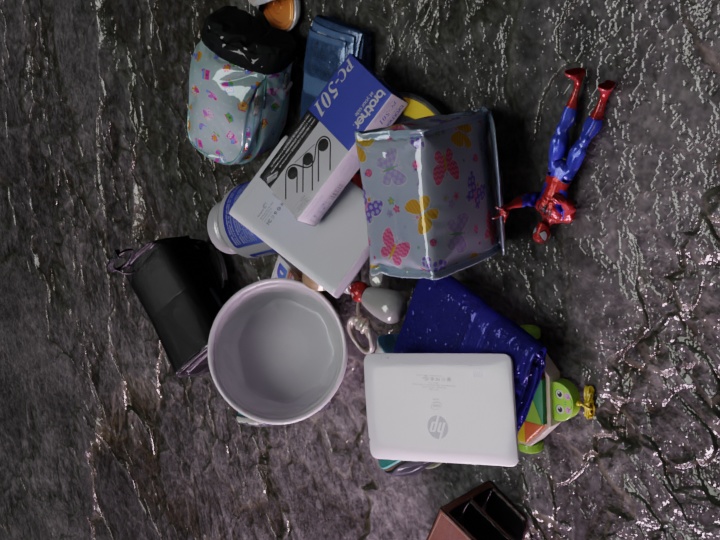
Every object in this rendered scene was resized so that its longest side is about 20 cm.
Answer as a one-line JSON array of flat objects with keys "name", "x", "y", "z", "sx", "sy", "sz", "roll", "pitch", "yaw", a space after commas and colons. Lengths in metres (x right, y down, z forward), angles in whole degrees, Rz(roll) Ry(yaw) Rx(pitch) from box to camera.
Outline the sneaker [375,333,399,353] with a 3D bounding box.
[{"name": "sneaker", "x": 0.062, "y": 0.166, "z": 1.444, "sx": 0.201, "sy": 0.075, "sz": 0.082, "roll": -106, "pitch": 20, "yaw": -59}]

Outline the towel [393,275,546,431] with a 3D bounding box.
[{"name": "towel", "x": 0.134, "y": 0.101, "z": 1.346, "sx": 0.199, "sy": 0.049, "sz": 0.149, "roll": 38, "pitch": 120, "yaw": 35}]

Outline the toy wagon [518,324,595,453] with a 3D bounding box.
[{"name": "toy wagon", "x": 0.195, "y": 0.144, "z": 1.350, "sx": 0.198, "sy": 0.039, "sz": 0.158, "roll": 10, "pitch": 109, "yaw": 47}]

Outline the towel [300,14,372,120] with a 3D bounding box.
[{"name": "towel", "x": -0.040, "y": -0.236, "z": 1.495, "sx": 0.111, "sy": 0.048, "sz": 0.203, "roll": 28, "pitch": 122, "yaw": 41}]

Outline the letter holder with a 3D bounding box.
[{"name": "letter holder", "x": 0.152, "y": 0.406, "z": 1.434, "sx": 0.142, "sy": 0.100, "sz": 0.202, "roll": 41, "pitch": 129, "yaw": 30}]

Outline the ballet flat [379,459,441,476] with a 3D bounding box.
[{"name": "ballet flat", "x": 0.098, "y": 0.229, "z": 1.467, "sx": 0.200, "sy": 0.072, "sz": 0.074, "roll": -43, "pitch": 69, "yaw": 51}]

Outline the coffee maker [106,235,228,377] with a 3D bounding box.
[{"name": "coffee maker", "x": -0.287, "y": 0.062, "z": 1.753, "sx": 0.201, "sy": 0.190, "sz": 0.135, "roll": 58, "pitch": 137, "yaw": 18}]

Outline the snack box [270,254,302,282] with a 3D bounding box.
[{"name": "snack box", "x": -0.124, "y": 0.072, "z": 1.699, "sx": 0.072, "sy": 0.024, "sz": 0.202, "roll": 45, "pitch": 131, "yaw": 30}]

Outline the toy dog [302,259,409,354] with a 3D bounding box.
[{"name": "toy dog", "x": 0.000, "y": 0.000, "z": 1.487, "sx": 0.200, "sy": 0.096, "sz": 0.133, "roll": 49, "pitch": 146, "yaw": 19}]

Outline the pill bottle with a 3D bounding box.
[{"name": "pill bottle", "x": -0.137, "y": -0.079, "z": 1.603, "sx": 0.199, "sy": 0.111, "sz": 0.114, "roll": -10, "pitch": 94, "yaw": 49}]

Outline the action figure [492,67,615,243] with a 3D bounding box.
[{"name": "action figure", "x": 0.211, "y": -0.112, "z": 1.214, "sx": 0.065, "sy": 0.098, "sz": 0.202, "roll": 30, "pitch": 125, "yaw": 29}]

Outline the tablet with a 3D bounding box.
[{"name": "tablet", "x": 0.093, "y": 0.165, "z": 1.319, "sx": 0.198, "sy": 0.014, "sz": 0.132, "roll": -2, "pitch": 94, "yaw": 32}]

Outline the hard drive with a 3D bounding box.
[{"name": "hard drive", "x": -0.065, "y": -0.073, "z": 1.456, "sx": 0.199, "sy": 0.026, "sz": 0.133, "roll": 37, "pitch": 89, "yaw": 25}]

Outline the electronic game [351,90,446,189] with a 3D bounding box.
[{"name": "electronic game", "x": 0.058, "y": -0.128, "z": 1.416, "sx": 0.198, "sy": 0.041, "sz": 0.203, "roll": 15, "pitch": 112, "yaw": 41}]

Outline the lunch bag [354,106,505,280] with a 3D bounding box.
[{"name": "lunch bag", "x": 0.101, "y": -0.094, "z": 1.265, "sx": 0.126, "sy": 0.199, "sz": 0.172, "roll": 3, "pitch": 103, "yaw": 39}]

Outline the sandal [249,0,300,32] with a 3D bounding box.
[{"name": "sandal", "x": -0.147, "y": -0.430, "z": 1.548, "sx": 0.079, "sy": 0.059, "sz": 0.210, "roll": -22, "pitch": 86, "yaw": 49}]

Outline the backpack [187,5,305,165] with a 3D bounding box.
[{"name": "backpack", "x": -0.173, "y": -0.254, "z": 1.578, "sx": 0.166, "sy": 0.126, "sz": 0.202, "roll": 35, "pitch": 131, "yaw": 28}]

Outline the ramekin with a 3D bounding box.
[{"name": "ramekin", "x": -0.113, "y": 0.116, "z": 1.579, "sx": 0.105, "sy": 0.198, "sz": 0.203, "roll": 63, "pitch": -174, "yaw": -84}]

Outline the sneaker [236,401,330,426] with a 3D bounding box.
[{"name": "sneaker", "x": -0.119, "y": 0.194, "z": 1.707, "sx": 0.199, "sy": 0.077, "sz": 0.081, "roll": -26, "pitch": 70, "yaw": 40}]

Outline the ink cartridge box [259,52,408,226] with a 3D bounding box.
[{"name": "ink cartridge box", "x": -0.036, "y": -0.165, "z": 1.408, "sx": 0.201, "sy": 0.044, "sz": 0.094, "roll": -51, "pitch": 59, "yaw": 14}]
